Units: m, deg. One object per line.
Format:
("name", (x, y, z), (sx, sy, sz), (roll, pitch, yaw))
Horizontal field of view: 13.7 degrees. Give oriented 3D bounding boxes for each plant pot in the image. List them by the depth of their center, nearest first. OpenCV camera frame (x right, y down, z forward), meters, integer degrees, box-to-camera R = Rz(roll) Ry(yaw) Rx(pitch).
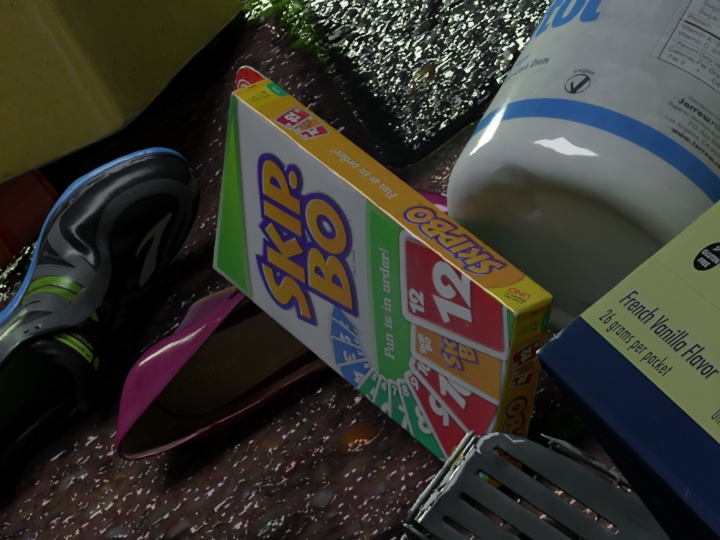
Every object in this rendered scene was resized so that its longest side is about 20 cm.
("plant pot", (-0.216, -0.161, 1.608), (0.194, 0.200, 0.196), (-22, 16, 26))

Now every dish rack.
("dish rack", (0.044, 0.156, 1.034), (0.153, 0.055, 0.200), (34, 81, 16))

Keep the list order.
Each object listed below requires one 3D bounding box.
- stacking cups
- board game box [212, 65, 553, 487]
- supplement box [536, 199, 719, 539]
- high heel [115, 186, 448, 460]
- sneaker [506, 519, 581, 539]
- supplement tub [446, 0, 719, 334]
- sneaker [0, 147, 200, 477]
("stacking cups", (-0.244, 0.016, 1.594), (0.200, 0.061, 0.060), (-43, 31, -8))
("board game box", (0.000, 0.000, 1.261), (0.030, 0.096, 0.200), (-20, 45, -33))
("supplement box", (0.204, 0.053, 0.941), (0.200, 0.200, 0.134), (-39, 32, -3))
("high heel", (-0.027, 0.030, 1.341), (0.200, 0.067, 0.096), (-30, 22, 42))
("sneaker", (0.006, 0.169, 1.119), (0.200, 0.074, 0.088), (-51, 31, -15))
("supplement tub", (0.133, -0.075, 1.250), (0.132, 0.132, 0.200), (-3, 46, 44))
("sneaker", (-0.141, 0.028, 1.470), (0.200, 0.071, 0.083), (-51, 38, -10))
